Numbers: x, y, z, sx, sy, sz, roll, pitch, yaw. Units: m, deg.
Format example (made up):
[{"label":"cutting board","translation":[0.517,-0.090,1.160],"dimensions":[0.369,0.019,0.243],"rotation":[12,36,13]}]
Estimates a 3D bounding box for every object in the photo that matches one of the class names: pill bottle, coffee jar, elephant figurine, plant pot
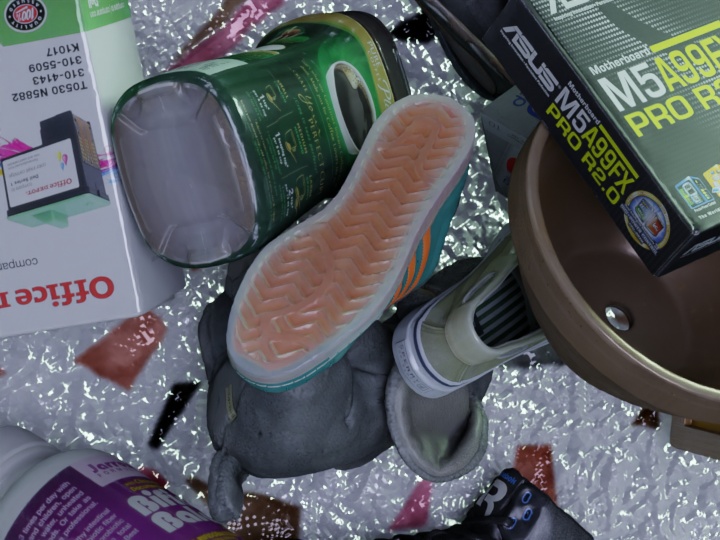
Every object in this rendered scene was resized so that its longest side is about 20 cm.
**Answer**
[{"label":"pill bottle","translation":[-0.133,0.164,1.460],"dimensions":[0.200,0.112,0.112],"rotation":[30,87,29]},{"label":"coffee jar","translation":[-0.046,-0.076,1.467],"dimensions":[0.085,0.200,0.104],"rotation":[-11,100,31]},{"label":"elephant figurine","translation":[0.018,0.060,1.530],"dimensions":[0.200,0.142,0.155],"rotation":[16,121,-30]},{"label":"plant pot","translation":[0.156,0.005,1.437],"dimensions":[0.201,0.093,0.201],"rotation":[15,51,-20]}]

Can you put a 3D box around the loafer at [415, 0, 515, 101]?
[{"label":"loafer","translation":[0.046,-0.182,1.538],"dimensions":[0.072,0.063,0.200],"rotation":[-39,103,-5]}]

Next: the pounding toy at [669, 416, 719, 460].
[{"label":"pounding toy","translation":[0.244,0.013,1.555],"dimensions":[0.142,0.184,0.200],"rotation":[2,95,-28]}]

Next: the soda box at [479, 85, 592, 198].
[{"label":"soda box","translation":[0.164,-0.106,1.537],"dimensions":[0.200,0.068,0.063],"rotation":[-36,136,-22]}]

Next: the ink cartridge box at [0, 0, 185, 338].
[{"label":"ink cartridge box","translation":[-0.189,-0.066,1.458],"dimensions":[0.145,0.084,0.200],"rotation":[-9,98,13]}]

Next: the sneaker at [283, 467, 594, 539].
[{"label":"sneaker","translation":[0.047,0.158,1.572],"dimensions":[0.200,0.073,0.112],"rotation":[21,87,-23]}]

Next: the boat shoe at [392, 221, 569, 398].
[{"label":"boat shoe","translation":[0.097,0.013,1.507],"dimensions":[0.200,0.062,0.072],"rotation":[-38,103,-46]}]

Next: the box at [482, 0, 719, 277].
[{"label":"box","translation":[0.185,-0.098,1.434],"dimensions":[0.200,0.044,0.160],"rotation":[-21,71,-37]}]

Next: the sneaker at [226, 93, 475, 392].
[{"label":"sneaker","translation":[0.000,0.000,1.420],"dimensions":[0.071,0.080,0.200],"rotation":[27,57,20]}]
